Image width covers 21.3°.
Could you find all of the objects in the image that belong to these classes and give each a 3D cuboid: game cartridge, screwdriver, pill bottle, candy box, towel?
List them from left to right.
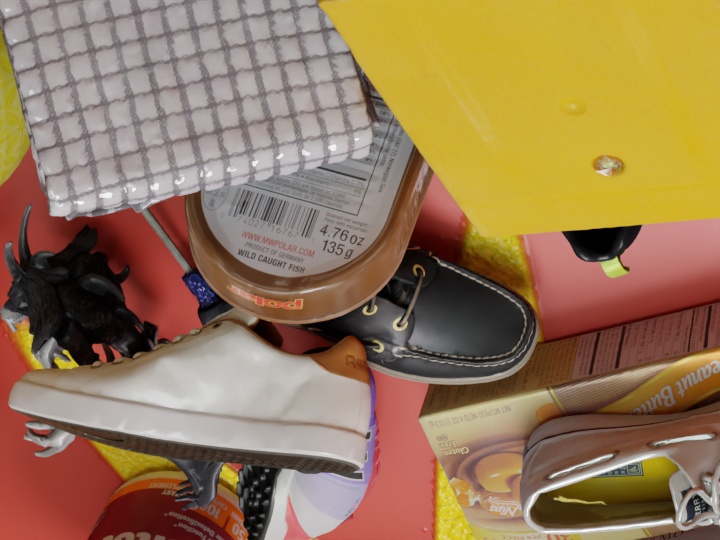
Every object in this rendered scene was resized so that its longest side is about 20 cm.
[{"bbox_3d":[-0.134,0.223,1.167,0.113,0.200,0.113,6,123,10],"label":"pill bottle"},{"bbox_3d":[-0.090,-0.130,0.890,0.165,0.086,0.200,-15,89,-13],"label":"towel"},{"bbox_3d":[-0.110,-0.010,1.112,0.028,0.029,0.200,-24,118,26],"label":"screwdriver"},{"bbox_3d":[0.097,-0.086,0.860,0.176,0.032,0.200,-4,145,27],"label":"game cartridge"},{"bbox_3d":[0.148,0.095,1.101,0.200,0.055,0.116,-15,117,22],"label":"candy box"}]

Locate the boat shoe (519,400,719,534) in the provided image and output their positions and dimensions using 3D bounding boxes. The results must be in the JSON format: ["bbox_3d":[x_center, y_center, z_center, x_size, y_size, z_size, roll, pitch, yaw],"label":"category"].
[{"bbox_3d":[0.180,0.113,1.018,0.202,0.086,0.075,-5,120,16],"label":"boat shoe"}]

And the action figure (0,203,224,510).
[{"bbox_3d":[-0.156,0.057,1.121,0.102,0.119,0.200,-32,115,24],"label":"action figure"}]

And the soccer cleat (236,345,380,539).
[{"bbox_3d":[-0.016,0.101,1.117,0.073,0.068,0.200,-3,149,-21],"label":"soccer cleat"}]

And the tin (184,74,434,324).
[{"bbox_3d":[-0.015,-0.069,0.950,0.112,0.200,0.042,17,156,6],"label":"tin"}]

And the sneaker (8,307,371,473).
[{"bbox_3d":[-0.089,0.058,1.029,0.200,0.085,0.073,5,166,13],"label":"sneaker"}]

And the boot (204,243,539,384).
[{"bbox_3d":[0.000,0.000,1.025,0.200,0.073,0.151,21,168,7],"label":"boot"}]

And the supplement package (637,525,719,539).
[{"bbox_3d":[0.232,0.253,1.093,0.191,0.200,0.147,-20,115,24],"label":"supplement package"}]

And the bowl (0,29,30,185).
[{"bbox_3d":[-0.214,-0.126,1.008,0.108,0.200,0.200,-17,126,-25],"label":"bowl"}]

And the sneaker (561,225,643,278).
[{"bbox_3d":[0.103,-0.087,0.980,0.072,0.083,0.200,-20,115,24],"label":"sneaker"}]
